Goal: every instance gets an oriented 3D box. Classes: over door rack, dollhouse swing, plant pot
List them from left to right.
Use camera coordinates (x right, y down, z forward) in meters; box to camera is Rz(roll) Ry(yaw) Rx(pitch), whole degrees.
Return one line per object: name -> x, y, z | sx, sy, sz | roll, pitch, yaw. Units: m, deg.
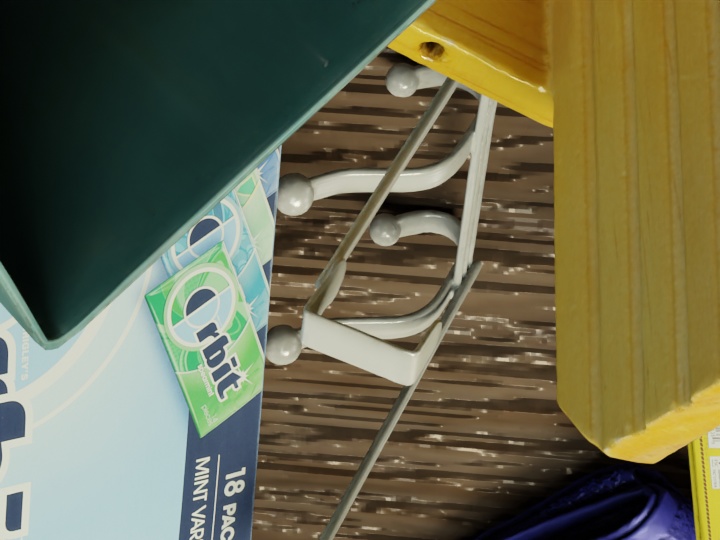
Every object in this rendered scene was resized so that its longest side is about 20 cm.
plant pot -> -0.099, -0.117, 0.654 | 0.200, 0.141, 0.141 | 41, 167, 26
over door rack -> 0.000, 0.000, 0.869 | 0.066, 0.200, 0.148 | 11, 135, 5
dollhouse swing -> 0.041, -0.080, 0.693 | 0.181, 0.176, 0.200 | 25, 151, -16

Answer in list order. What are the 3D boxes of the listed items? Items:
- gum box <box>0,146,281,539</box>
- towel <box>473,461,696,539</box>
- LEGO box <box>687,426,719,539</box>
gum box -> -0.117, 0.023, 0.815 | 0.045, 0.200, 0.170 | 27, 119, 46
towel -> 0.128, 0.153, 1.101 | 0.200, 0.050, 0.148 | 38, 136, -24
LEGO box -> 0.140, -0.003, 0.873 | 0.077, 0.149, 0.200 | 0, 134, 11
